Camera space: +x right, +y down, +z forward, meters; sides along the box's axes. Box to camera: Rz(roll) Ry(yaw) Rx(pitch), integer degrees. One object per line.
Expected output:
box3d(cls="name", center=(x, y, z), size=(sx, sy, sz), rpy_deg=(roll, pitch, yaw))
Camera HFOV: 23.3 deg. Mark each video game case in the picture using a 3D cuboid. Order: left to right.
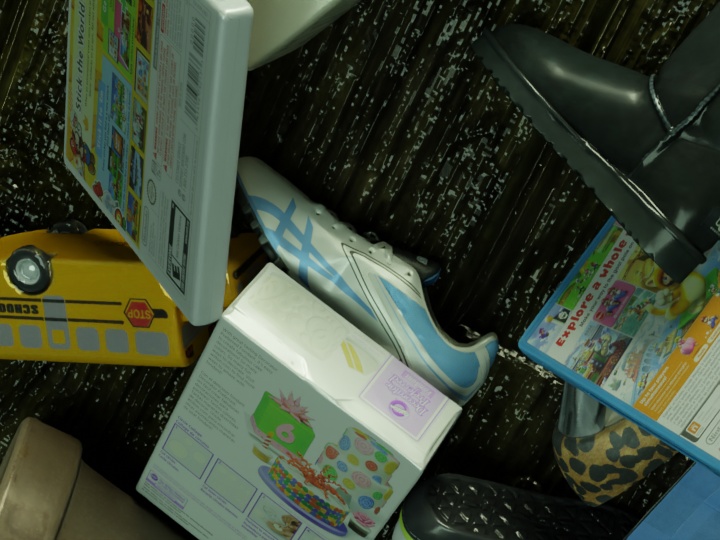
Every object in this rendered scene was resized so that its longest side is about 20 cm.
box3d(cls="video game case", center=(-0.120, -0.100, 0.990), size=(0.182, 0.023, 0.202), rpy_deg=(47, 140, 40))
box3d(cls="video game case", center=(0.190, 0.025, 0.909), size=(0.144, 0.018, 0.199), rpy_deg=(-53, 44, -5))

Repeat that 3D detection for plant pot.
box3d(cls="plant pot", center=(-0.175, 0.217, 1.123), size=(0.173, 0.201, 0.201), rpy_deg=(23, 116, -9))

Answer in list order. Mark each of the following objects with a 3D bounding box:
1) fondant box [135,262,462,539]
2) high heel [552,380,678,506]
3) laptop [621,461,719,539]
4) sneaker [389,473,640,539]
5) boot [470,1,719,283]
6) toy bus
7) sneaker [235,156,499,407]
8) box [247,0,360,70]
box3d(cls="fondant box", center=(-0.043, 0.110, 1.058), size=(0.144, 0.058, 0.201), rpy_deg=(37, 139, 5))
box3d(cls="high heel", center=(0.211, 0.088, 1.006), size=(0.198, 0.072, 0.144), rpy_deg=(10, 121, 14))
box3d(cls="laptop", center=(0.275, 0.154, 0.934), size=(0.186, 0.200, 0.117), rpy_deg=(31, 75, -23))
box3d(cls="sneaker", center=(0.105, 0.182, 1.055), size=(0.198, 0.072, 0.083), rpy_deg=(19, 124, -6))
box3d(cls="boot", center=(0.173, -0.107, 0.933), size=(0.162, 0.073, 0.199), rpy_deg=(-44, 61, 9))
box3d(cls="toy bus", center=(-0.157, 0.015, 1.098), size=(0.198, 0.065, 0.079), rpy_deg=(2, 110, 18))
box3d(cls="sneaker", center=(0.000, 0.000, 1.045), size=(0.200, 0.072, 0.073), rpy_deg=(44, 91, 2))
box3d(cls="box", center=(0.003, -0.201, 0.952), size=(0.199, 0.095, 0.078), rpy_deg=(-34, 94, 24))
